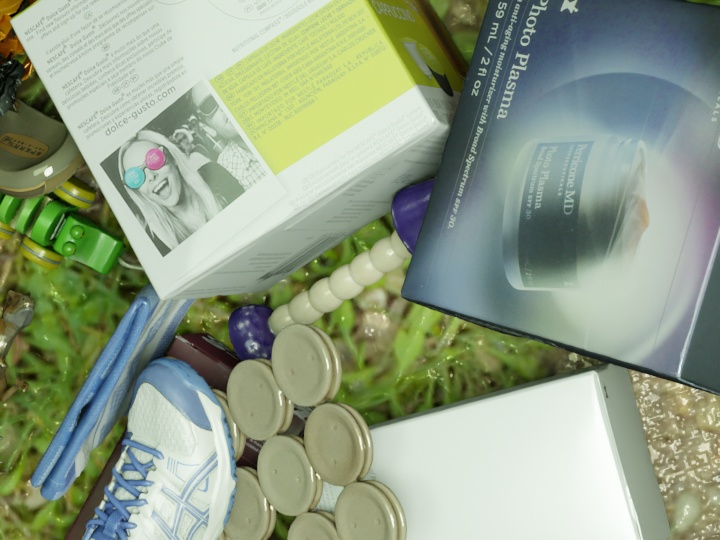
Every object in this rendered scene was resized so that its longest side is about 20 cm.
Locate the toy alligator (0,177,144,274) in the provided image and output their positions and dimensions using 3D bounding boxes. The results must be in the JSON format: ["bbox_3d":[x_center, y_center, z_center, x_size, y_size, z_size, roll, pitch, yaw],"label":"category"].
[{"bbox_3d":[-0.202,-0.029,1.492,0.199,0.054,0.060,31,99,13],"label":"toy alligator"}]

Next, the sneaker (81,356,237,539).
[{"bbox_3d":[-0.131,0.156,1.368,0.075,0.088,0.202,11,105,45],"label":"sneaker"}]

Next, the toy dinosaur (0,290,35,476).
[{"bbox_3d":[-0.286,0.096,1.525,0.199,0.060,0.107,-36,57,7],"label":"toy dinosaur"}]

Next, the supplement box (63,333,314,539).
[{"bbox_3d":[-0.117,0.154,1.467,0.108,0.061,0.201,32,99,13],"label":"supplement box"}]

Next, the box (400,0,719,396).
[{"bbox_3d":[0.154,-0.048,1.250,0.197,0.123,0.202,15,88,39],"label":"box"}]

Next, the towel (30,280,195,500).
[{"bbox_3d":[-0.143,0.056,1.397,0.024,0.200,0.148,30,104,0],"label":"towel"}]

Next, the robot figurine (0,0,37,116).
[{"bbox_3d":[-0.271,-0.145,1.451,0.144,0.058,0.201,13,53,15],"label":"robot figurine"}]

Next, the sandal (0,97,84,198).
[{"bbox_3d":[-0.267,-0.099,1.481,0.199,0.054,0.081,16,56,34],"label":"sandal"}]

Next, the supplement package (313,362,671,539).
[{"bbox_3d":[0.077,0.140,1.383,0.198,0.121,0.121,-16,86,15],"label":"supplement package"}]

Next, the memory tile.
[{"bbox_3d":[-0.055,0.134,1.362,0.200,0.017,0.154,-35,74,43],"label":"memory tile"}]

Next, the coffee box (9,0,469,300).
[{"bbox_3d":[-0.058,-0.119,1.377,0.199,0.200,0.199,-32,83,14],"label":"coffee box"}]

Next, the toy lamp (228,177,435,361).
[{"bbox_3d":[0.000,0.000,1.407,0.199,0.058,0.059,-33,82,30],"label":"toy lamp"}]
